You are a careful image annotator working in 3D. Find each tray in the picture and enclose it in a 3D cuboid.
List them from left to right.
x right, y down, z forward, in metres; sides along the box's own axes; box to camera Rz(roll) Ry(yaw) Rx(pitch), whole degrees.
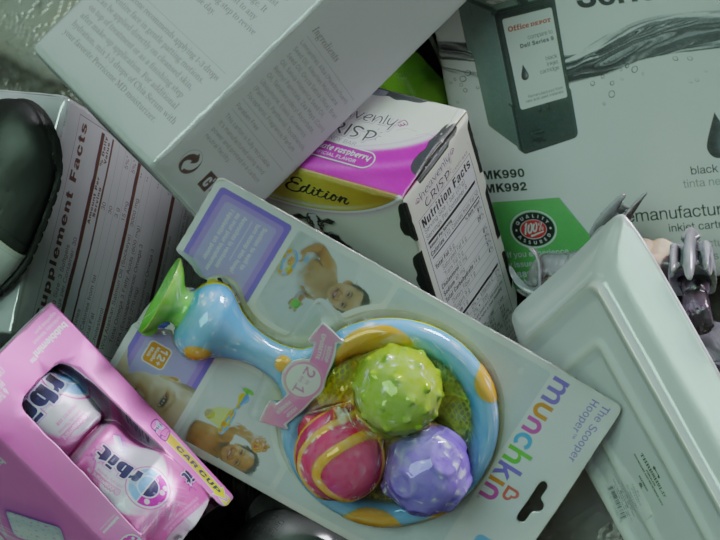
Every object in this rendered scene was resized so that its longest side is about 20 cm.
[{"bbox_3d":[0.129,0.086,1.003,0.201,0.022,0.107,62,147,13],"label":"tray"}]

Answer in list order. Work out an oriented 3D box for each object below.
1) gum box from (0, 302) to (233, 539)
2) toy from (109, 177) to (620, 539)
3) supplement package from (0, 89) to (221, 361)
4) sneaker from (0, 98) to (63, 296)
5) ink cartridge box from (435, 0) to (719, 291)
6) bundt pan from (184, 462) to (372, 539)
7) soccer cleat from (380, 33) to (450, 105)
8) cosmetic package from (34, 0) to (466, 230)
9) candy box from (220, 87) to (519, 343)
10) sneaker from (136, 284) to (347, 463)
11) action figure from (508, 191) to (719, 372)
[{"bbox_3d":[-0.149,0.105,1.024,0.114,0.200,0.066,46,52,-5],"label":"gum box"},{"bbox_3d":[-0.003,0.061,0.982,0.199,0.047,0.116,31,108,-5],"label":"toy"},{"bbox_3d":[-0.160,-0.009,1.169,0.116,0.200,0.118,7,79,24],"label":"supplement package"},{"bbox_3d":[-0.217,-0.003,1.032,0.200,0.088,0.074,-44,65,9],"label":"sneaker"},{"bbox_3d":[0.115,-0.101,1.091,0.145,0.084,0.202,-5,110,21],"label":"ink cartridge box"},{"bbox_3d":[-0.057,0.143,1.092,0.202,0.076,0.202,-39,21,18],"label":"bundt pan"},{"bbox_3d":[0.008,-0.119,1.148,0.067,0.081,0.200,-23,26,8],"label":"soccer cleat"},{"bbox_3d":[-0.031,-0.123,1.006,0.200,0.071,0.101,-44,54,-2],"label":"cosmetic package"},{"bbox_3d":[0.000,0.000,1.094,0.136,0.201,0.061,17,54,31],"label":"candy box"},{"bbox_3d":[-0.067,0.040,1.084,0.199,0.081,0.115,-32,22,30],"label":"sneaker"},{"bbox_3d":[0.156,0.042,1.053,0.199,0.130,0.070,28,56,8],"label":"action figure"}]
